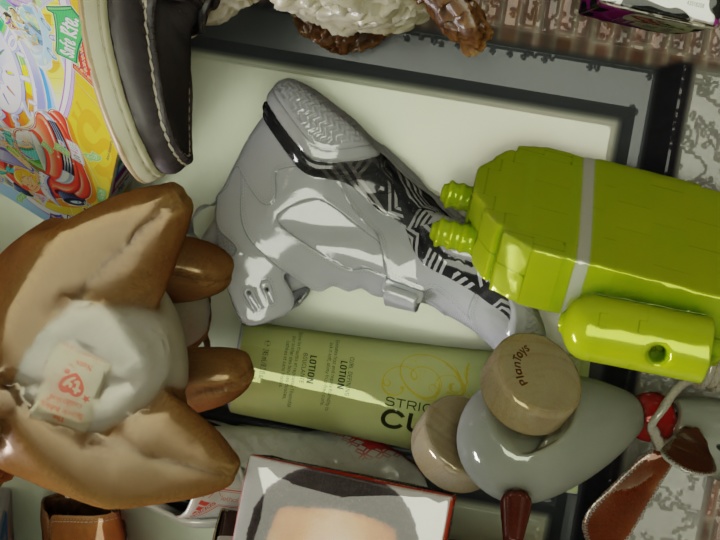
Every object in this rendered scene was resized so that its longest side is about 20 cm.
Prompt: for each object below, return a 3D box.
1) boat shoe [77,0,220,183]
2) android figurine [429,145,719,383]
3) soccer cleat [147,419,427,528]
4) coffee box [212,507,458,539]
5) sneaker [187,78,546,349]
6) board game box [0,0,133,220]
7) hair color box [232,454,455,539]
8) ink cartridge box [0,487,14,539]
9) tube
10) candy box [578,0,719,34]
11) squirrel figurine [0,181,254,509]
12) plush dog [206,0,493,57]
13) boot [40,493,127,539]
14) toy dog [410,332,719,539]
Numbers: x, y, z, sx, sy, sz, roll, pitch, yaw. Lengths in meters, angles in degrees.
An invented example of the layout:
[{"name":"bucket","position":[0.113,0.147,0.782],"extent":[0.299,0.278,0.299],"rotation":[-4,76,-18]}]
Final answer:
[{"name":"boat shoe","position":[-0.084,-0.140,0.644],"extent":[0.064,0.072,0.203],"rotation":[-7,79,6]},{"name":"android figurine","position":[0.133,-0.009,0.751],"extent":[0.197,0.183,0.042],"rotation":[12,119,2]},{"name":"soccer cleat","position":[-0.062,0.116,0.830],"extent":[0.197,0.085,0.070],"rotation":[11,98,4]},{"name":"coffee box","position":[0.017,0.200,0.798],"extent":[0.197,0.080,0.114],"rotation":[7,138,5]},{"name":"sneaker","position":[0.000,0.000,0.818],"extent":[0.200,0.075,0.115],"rotation":[42,100,4]},{"name":"board game box","position":[-0.171,-0.104,0.770],"extent":[0.133,0.201,0.034],"rotation":[31,57,2]},{"name":"hair color box","position":[-0.021,0.195,0.704],"extent":[0.100,0.061,0.203],"rotation":[10,84,7]},{"name":"ink cartridge box","position":[-0.224,0.235,0.839],"extent":[0.066,0.116,0.203],"rotation":[-3,96,-10]},{"name":"tube","position":[0.028,0.067,0.830],"extent":[0.197,0.052,0.059],"rotation":[11,115,-3]},{"name":"candy box","position":[0.162,-0.222,0.742],"extent":[0.060,0.136,0.203],"rotation":[12,99,2]},{"name":"squirrel figurine","position":[-0.154,0.038,0.757],"extent":[0.198,0.187,0.143],"rotation":[-18,102,-3]},{"name":"plush dog","position":[0.021,-0.174,0.743],"extent":[0.160,0.172,0.201],"rotation":[41,110,5]},{"name":"boot","position":[-0.130,0.207,0.808],"extent":[0.199,0.073,0.157],"rotation":[5,94,50]},{"name":"toy dog","position":[0.127,0.100,0.771],"extent":[0.197,0.132,0.097],"rotation":[-3,58,-5]}]
